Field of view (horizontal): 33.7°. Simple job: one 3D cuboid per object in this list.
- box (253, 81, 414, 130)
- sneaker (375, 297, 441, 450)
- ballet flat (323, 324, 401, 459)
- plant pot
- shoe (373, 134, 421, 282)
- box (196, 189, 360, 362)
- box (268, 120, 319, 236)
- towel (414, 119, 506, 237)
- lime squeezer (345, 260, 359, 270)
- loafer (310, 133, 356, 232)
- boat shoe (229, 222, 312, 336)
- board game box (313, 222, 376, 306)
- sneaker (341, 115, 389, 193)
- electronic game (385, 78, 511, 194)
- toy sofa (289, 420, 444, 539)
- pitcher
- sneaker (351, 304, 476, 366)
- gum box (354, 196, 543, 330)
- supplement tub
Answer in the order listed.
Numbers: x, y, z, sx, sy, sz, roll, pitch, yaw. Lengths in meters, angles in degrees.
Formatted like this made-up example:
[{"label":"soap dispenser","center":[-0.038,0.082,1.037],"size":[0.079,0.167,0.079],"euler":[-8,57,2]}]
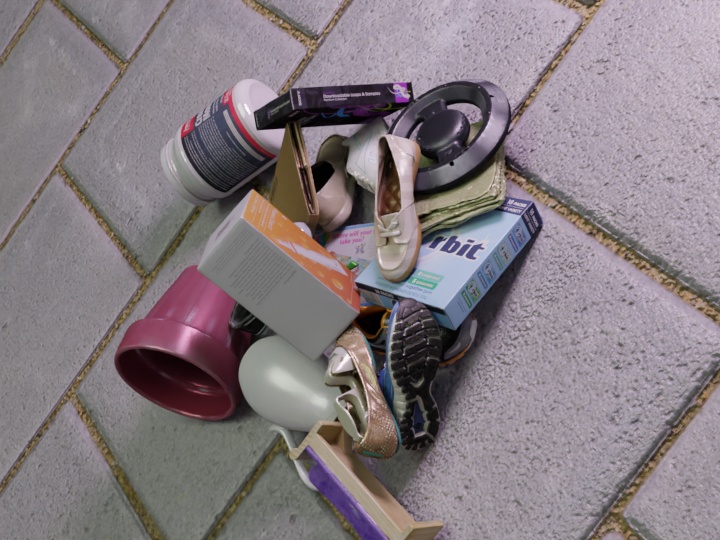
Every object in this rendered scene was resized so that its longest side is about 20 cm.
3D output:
[{"label":"box","center":[-0.040,-0.240,1.747],"size":[0.143,0.199,0.036],"euler":[-14,83,63]},{"label":"sneaker","center":[0.051,0.127,1.518],"size":[0.089,0.078,0.201],"euler":[34,130,55]},{"label":"ballet flat","center":[-0.008,0.149,1.505],"size":[0.071,0.065,0.201],"euler":[-62,39,39]},{"label":"plant pot","center":[-0.246,0.100,1.791],"size":[0.199,0.200,0.180],"euler":[-9,46,39]},{"label":"shoe","center":[0.040,-0.084,1.551],"size":[0.070,0.053,0.201],"euler":[-12,66,37]},{"label":"box","center":[-0.104,0.006,1.577],"size":[0.098,0.200,0.125],"euler":[-47,14,16]},{"label":"box","center":[-0.099,-0.096,1.755],"size":[0.200,0.021,0.164],"euler":[112,148,-57]},{"label":"towel","center":[0.130,-0.128,1.614],"size":[0.148,0.037,0.201],"euler":[-17,38,20]},{"label":"lime squeezer","center":[-0.072,0.057,1.711],"size":[0.070,0.038,0.201],"euler":[28,109,5]},{"label":"loafer","center":[-0.046,-0.147,1.797],"size":[0.075,0.068,0.201],"euler":[-30,36,25]},{"label":"boat shoe","center":[-0.128,0.018,1.682],"size":[0.072,0.071,0.201],"euler":[55,131,40]},{"label":"board game box","center":[0.000,0.000,1.717],"size":[0.199,0.034,0.135],"euler":[-6,64,41]},{"label":"sneaker","center":[0.027,-0.140,1.737],"size":[0.080,0.071,0.201],"euler":[-24,44,8]},{"label":"electronic game","center":[0.114,-0.185,1.626],"size":[0.199,0.042,0.201],"euler":[-21,44,22]},{"label":"toy sofa","center":[-0.002,0.288,1.484],"size":[0.200,0.083,0.098],"euler":[45,105,29]},{"label":"pitcher","center":[-0.083,0.192,1.637],"size":[0.199,0.121,0.172],"euler":[26,95,35]},{"label":"sneaker","center":[0.066,0.079,1.583],"size":[0.199,0.077,0.079],"euler":[-5,63,40]},{"label":"gum box","center":[0.116,-0.024,1.566],"size":[0.169,0.045,0.200],"euler":[16,57,46]},{"label":"supplement tub","center":[-0.218,-0.208,1.957],"size":[0.199,0.140,0.141],"euler":[-32,49,25]}]
